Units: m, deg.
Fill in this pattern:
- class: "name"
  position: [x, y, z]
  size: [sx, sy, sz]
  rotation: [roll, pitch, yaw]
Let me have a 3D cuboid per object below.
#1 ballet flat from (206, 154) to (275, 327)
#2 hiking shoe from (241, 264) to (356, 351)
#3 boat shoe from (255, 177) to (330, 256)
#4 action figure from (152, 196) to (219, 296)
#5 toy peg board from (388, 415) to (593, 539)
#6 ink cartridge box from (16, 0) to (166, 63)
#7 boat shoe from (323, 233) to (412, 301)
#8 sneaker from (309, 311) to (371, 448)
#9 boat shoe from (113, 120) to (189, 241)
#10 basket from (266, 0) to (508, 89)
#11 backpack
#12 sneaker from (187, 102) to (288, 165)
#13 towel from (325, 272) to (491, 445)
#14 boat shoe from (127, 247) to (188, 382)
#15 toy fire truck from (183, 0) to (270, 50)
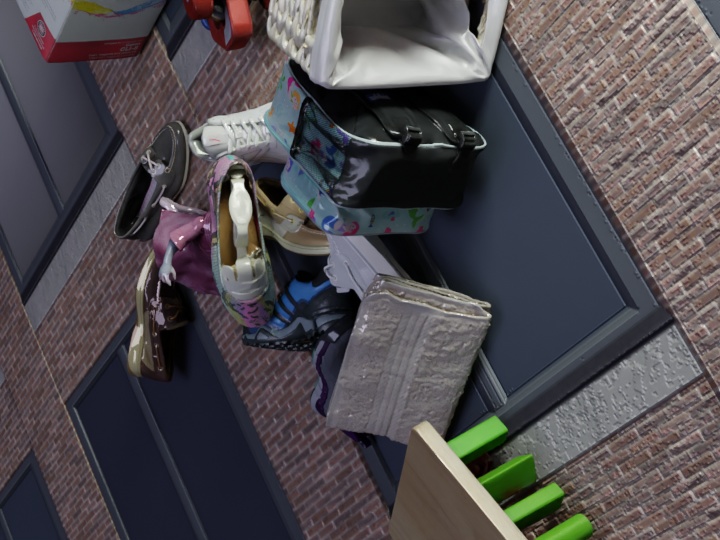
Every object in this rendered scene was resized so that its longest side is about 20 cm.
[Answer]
- class: "ballet flat"
  position: [-0.136, -0.031, 1.416]
  size: [0.071, 0.069, 0.200]
  rotation: [-168, 70, -78]
- class: "hiking shoe"
  position: [-0.068, 0.046, 1.467]
  size: [0.200, 0.074, 0.087]
  rotation: [-15, 70, 47]
- class: "boat shoe"
  position: [-0.065, -0.064, 1.419]
  size: [0.200, 0.074, 0.067]
  rotation: [17, 117, 47]
- class: "action figure"
  position: [-0.176, -0.038, 1.544]
  size: [0.200, 0.134, 0.149]
  rotation: [146, 134, -59]
- class: "toy peg board"
  position: [0.135, 0.266, 1.267]
  size: [0.200, 0.098, 0.199]
  rotation: [49, 149, 32]
- class: "ink cartridge box"
  position: [-0.338, -0.389, 1.608]
  size: [0.200, 0.144, 0.145]
  rotation: [-47, 63, 46]
- class: "boat shoe"
  position: [0.000, 0.000, 1.317]
  size: [0.068, 0.072, 0.200]
  rotation: [-39, 96, 11]
- class: "sneaker"
  position: [-0.002, 0.122, 1.379]
  size: [0.088, 0.074, 0.200]
  rotation: [44, 156, 21]
- class: "boat shoe"
  position: [-0.282, -0.113, 1.681]
  size: [0.067, 0.057, 0.200]
  rotation: [52, 134, 29]
- class: "basket"
  position: [0.024, -0.254, 1.169]
  size: [0.123, 0.200, 0.136]
  rotation: [40, 128, 45]
- class: "backpack"
  position: [0.002, -0.130, 1.242]
  size: [0.200, 0.177, 0.151]
  rotation: [51, 129, 35]
- class: "sneaker"
  position: [-0.130, -0.152, 1.453]
  size: [0.200, 0.099, 0.078]
  rotation: [-10, 91, 51]
- class: "towel"
  position: [0.048, 0.100, 1.294]
  size: [0.035, 0.132, 0.200]
  rotation: [-81, 6, -58]
- class: "boat shoe"
  position: [-0.266, 0.059, 1.713]
  size: [0.072, 0.072, 0.200]
  rotation: [16, 103, 15]
- class: "toy fire truck"
  position: [-0.164, -0.352, 1.455]
  size: [0.168, 0.112, 0.200]
  rotation: [160, 98, -75]
